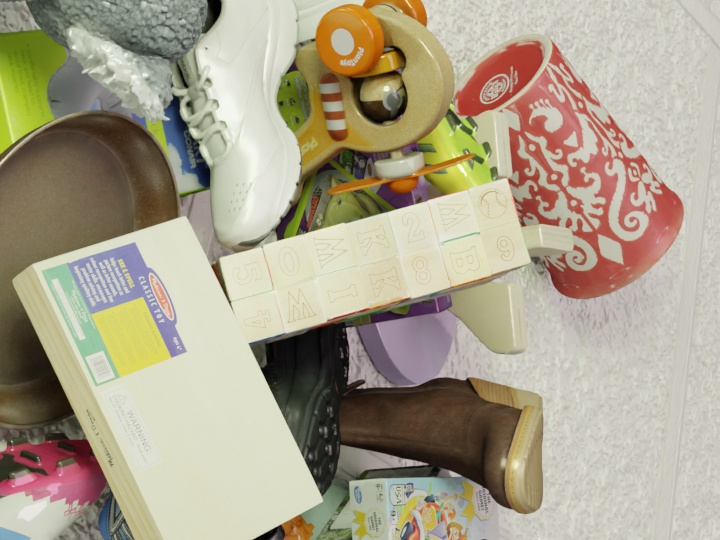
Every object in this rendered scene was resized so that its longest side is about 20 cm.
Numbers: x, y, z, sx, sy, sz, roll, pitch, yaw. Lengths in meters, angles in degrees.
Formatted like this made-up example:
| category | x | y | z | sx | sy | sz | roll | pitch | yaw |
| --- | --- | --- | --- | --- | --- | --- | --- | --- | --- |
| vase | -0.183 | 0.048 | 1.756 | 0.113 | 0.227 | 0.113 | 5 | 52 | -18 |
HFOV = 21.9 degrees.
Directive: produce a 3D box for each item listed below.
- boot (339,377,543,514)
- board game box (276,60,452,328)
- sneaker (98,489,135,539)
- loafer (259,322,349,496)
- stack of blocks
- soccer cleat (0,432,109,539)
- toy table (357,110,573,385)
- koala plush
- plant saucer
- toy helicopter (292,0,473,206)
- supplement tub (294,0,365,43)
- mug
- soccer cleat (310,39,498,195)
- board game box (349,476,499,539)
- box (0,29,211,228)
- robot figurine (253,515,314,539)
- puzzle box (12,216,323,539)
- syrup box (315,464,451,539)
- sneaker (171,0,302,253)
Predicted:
| category | x | y | z | sx | sy | sz | roll | pitch | yaw |
| --- | --- | --- | --- | --- | --- | --- | --- | --- | --- |
| boot | 0.044 | 0.121 | 1.292 | 0.200 | 0.165 | 0.073 | -62 | 152 | -79 |
| board game box | -0.011 | -0.060 | 1.345 | 0.032 | 0.119 | 0.202 | -19 | 98 | -56 |
| sneaker | -0.133 | 0.100 | 1.194 | 0.077 | 0.085 | 0.201 | 51 | 24 | -28 |
| loafer | -0.049 | 0.092 | 1.261 | 0.201 | 0.070 | 0.069 | -83 | 164 | -57 |
| stack of blocks | 0.000 | 0.000 | 1.238 | 0.198 | 0.115 | 0.059 | -15 | 87 | -13 |
| soccer cleat | -0.219 | 0.159 | 1.083 | 0.199 | 0.069 | 0.087 | -23 | 116 | -50 |
| toy table | 0.071 | -0.018 | 1.446 | 0.183 | 0.116 | 0.202 | -12 | 91 | -53 |
| koala plush | -0.169 | -0.184 | 1.072 | 0.199 | 0.184 | 0.178 | 35 | 55 | -16 |
| plant saucer | -0.187 | -0.003 | 1.126 | 0.200 | 0.032 | 0.202 | -32 | 132 | -44 |
| toy helicopter | -0.009 | -0.094 | 1.291 | 0.133 | 0.200 | 0.079 | 53 | 36 | 2 |
| supplement tub | -0.051 | -0.274 | 1.330 | 0.132 | 0.131 | 0.201 | -39 | 112 | -49 |
| mug | 0.160 | -0.097 | 1.602 | 0.133 | 0.177 | 0.200 | -43 | 118 | -6 |
| soccer cleat | 0.027 | -0.109 | 1.375 | 0.201 | 0.084 | 0.065 | 53 | 15 | 27 |
| board game box | 0.051 | 0.245 | 1.299 | 0.134 | 0.034 | 0.202 | 6 | 78 | -52 |
| box | -0.168 | -0.098 | 1.210 | 0.199 | 0.047 | 0.123 | -17 | 96 | -52 |
| robot figurine | -0.104 | 0.212 | 1.216 | 0.145 | 0.058 | 0.201 | 57 | 43 | -27 |
| puzzle box | -0.112 | 0.073 | 1.113 | 0.133 | 0.025 | 0.201 | -20 | 82 | -49 |
| syrup box | 0.005 | 0.233 | 1.336 | 0.082 | 0.078 | 0.200 | 62 | 41 | -23 |
| sneaker | -0.090 | -0.107 | 1.227 | 0.087 | 0.074 | 0.202 | 21 | 56 | -43 |
